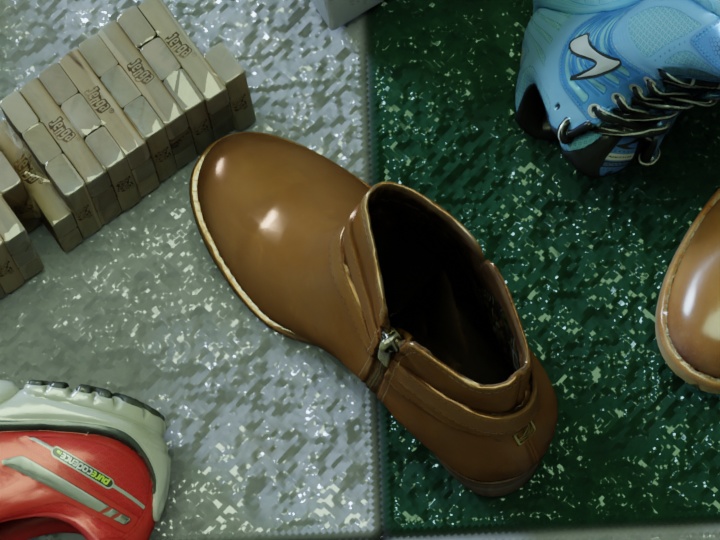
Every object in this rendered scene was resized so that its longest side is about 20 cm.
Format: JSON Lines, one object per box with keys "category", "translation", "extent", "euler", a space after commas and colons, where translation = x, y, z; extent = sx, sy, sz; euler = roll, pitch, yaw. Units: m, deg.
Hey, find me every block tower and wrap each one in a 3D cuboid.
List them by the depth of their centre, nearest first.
{"category": "block tower", "translation": [-0.140, -0.035, 1.160], "extent": [0.200, 0.054, 0.058], "euler": [-35, 74, -8]}

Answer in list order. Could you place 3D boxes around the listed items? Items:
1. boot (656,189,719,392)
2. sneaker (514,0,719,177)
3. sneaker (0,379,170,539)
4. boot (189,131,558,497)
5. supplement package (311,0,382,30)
{"category": "boot", "translation": [0.199, -0.041, 1.075], "extent": [0.200, 0.155, 0.077], "euler": [-37, 81, -9]}
{"category": "sneaker", "translation": [0.120, -0.074, 1.100], "extent": [0.078, 0.200, 0.090], "euler": [23, 87, -21]}
{"category": "sneaker", "translation": [-0.176, 0.085, 1.115], "extent": [0.199, 0.077, 0.085], "euler": [2, 78, 5]}
{"category": "boot", "translation": [0.000, 0.000, 1.085], "extent": [0.077, 0.155, 0.200], "euler": [-35, 73, -7]}
{"category": "supplement package", "translation": [0.037, -0.217, 1.170], "extent": [0.199, 0.120, 0.122], "euler": [-31, 71, -6]}
